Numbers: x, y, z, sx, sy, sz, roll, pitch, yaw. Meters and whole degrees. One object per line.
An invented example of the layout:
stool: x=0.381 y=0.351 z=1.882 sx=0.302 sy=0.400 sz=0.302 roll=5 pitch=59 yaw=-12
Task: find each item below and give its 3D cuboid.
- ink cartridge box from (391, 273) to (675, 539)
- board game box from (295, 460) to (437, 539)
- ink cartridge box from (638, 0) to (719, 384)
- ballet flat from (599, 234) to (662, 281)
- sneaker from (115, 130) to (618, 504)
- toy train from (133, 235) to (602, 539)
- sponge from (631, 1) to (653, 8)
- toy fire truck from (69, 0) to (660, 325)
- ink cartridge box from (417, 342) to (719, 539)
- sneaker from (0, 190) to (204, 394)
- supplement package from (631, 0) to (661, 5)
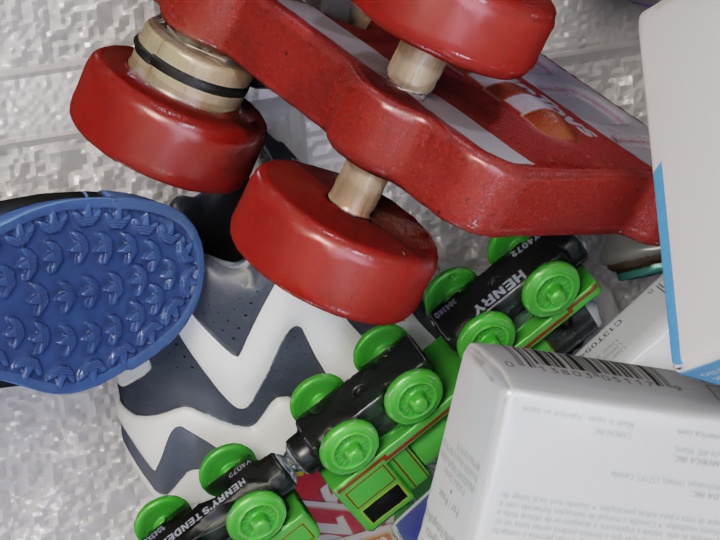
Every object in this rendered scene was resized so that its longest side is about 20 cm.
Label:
ink cartridge box: x=0.146 y=0.099 z=0.788 sx=0.196 sy=0.043 sz=0.200 roll=-43 pitch=110 yaw=-1
board game box: x=0.062 y=0.094 z=0.852 sx=0.198 sy=0.030 sz=0.096 roll=-10 pitch=111 yaw=0
ink cartridge box: x=0.205 y=-0.023 z=0.687 sx=0.199 sy=0.125 sz=0.130 roll=17 pitch=61 yaw=-37
ballet flat: x=0.179 y=-0.044 z=0.864 sx=0.198 sy=0.069 sz=0.070 roll=-12 pitch=112 yaw=-20
sneaker: x=0.000 y=0.000 z=0.798 sx=0.197 sy=0.080 sz=0.131 roll=-11 pitch=120 yaw=-5
toy train: x=0.006 y=0.057 z=0.761 sx=0.199 sy=0.042 sz=0.056 roll=-38 pitch=131 yaw=1
sponge: x=0.067 y=-0.170 z=0.793 sx=0.198 sy=0.030 sz=0.112 roll=14 pitch=102 yaw=-24
toy fire truck: x=0.010 y=-0.068 z=0.726 sx=0.167 sy=0.200 sz=0.113 roll=1 pitch=120 yaw=-53
ink cartridge box: x=0.094 y=0.135 z=0.740 sx=0.161 sy=0.057 sz=0.202 roll=9 pitch=108 yaw=-17
sneaker: x=-0.147 y=0.009 z=0.700 sx=0.199 sy=0.078 sz=0.071 roll=-15 pitch=115 yaw=-39
supplement package: x=0.153 y=-0.193 z=0.736 sx=0.154 sy=0.111 sz=0.202 roll=8 pitch=84 yaw=-22
